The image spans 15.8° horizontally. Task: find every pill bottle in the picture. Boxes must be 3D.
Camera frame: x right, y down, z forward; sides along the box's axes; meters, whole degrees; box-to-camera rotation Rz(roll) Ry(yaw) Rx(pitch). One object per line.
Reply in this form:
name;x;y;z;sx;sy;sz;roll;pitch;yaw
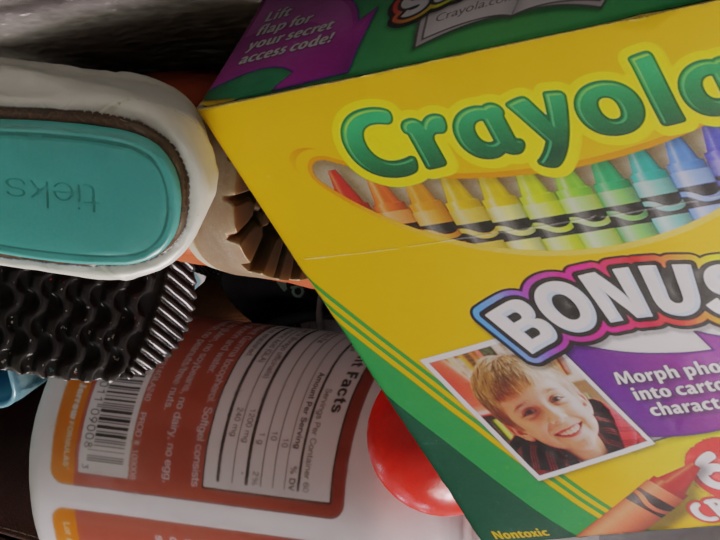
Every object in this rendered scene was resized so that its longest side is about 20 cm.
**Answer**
pill bottle;-0.015;0.079;0.978;0.199;0.113;0.112;6;176;23

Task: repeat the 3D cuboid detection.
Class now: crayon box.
crayon box;0.084;-0.010;0.687;0.199;0.058;0.173;-9;129;35

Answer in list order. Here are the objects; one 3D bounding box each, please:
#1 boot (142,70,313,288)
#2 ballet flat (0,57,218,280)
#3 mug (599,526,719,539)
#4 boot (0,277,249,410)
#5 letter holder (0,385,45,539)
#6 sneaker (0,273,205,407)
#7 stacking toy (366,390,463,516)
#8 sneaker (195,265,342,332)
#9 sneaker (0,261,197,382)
boot;-0.035;-0.032;0.828;0.107;0.076;0.200;8;178;27
ballet flat;-0.134;-0.038;0.705;0.199;0.070;0.069;8;173;5
mug;0.128;0.129;1.091;0.175;0.148;0.200;26;172;18
boot;-0.105;0.034;1.125;0.199;0.069;0.188;-2;-176;-8
letter holder;-0.101;0.109;1.166;0.141;0.101;0.200;14;-148;24
sneaker;-0.135;0.014;1.022;0.074;0.083;0.199;-9;172;39
stacking toy;0.058;0.016;0.828;0.085;0.086;0.200;1;144;-31
sneaker;0.000;0.000;1.014;0.139;0.078;0.200;13;152;-8
sneaker;-0.157;-0.012;0.867;0.198;0.071;0.093;10;-168;-17
